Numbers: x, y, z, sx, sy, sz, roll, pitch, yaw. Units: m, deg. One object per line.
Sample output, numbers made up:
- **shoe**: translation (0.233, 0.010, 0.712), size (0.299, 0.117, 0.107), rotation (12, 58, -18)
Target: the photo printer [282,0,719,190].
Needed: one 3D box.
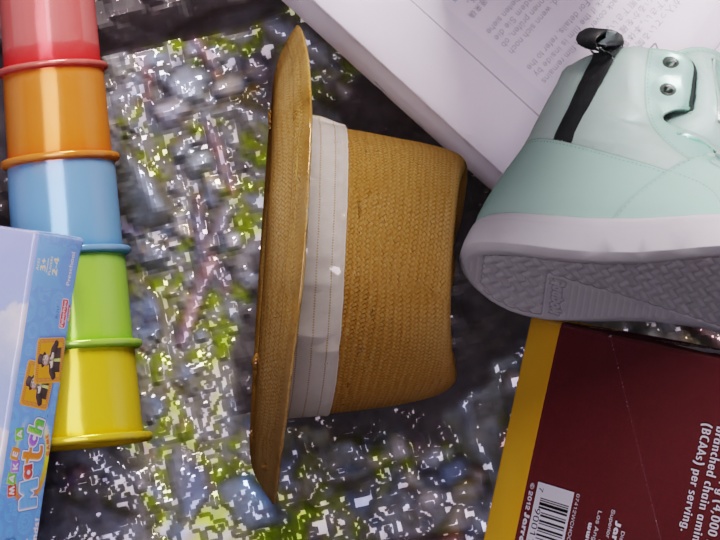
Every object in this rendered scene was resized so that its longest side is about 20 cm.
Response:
- **photo printer**: translation (0.074, -0.126, 1.210), size (0.200, 0.069, 0.166), rotation (42, 93, 5)

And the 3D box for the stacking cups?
- **stacking cups**: translation (-0.128, -0.025, 1.241), size (0.060, 0.061, 0.201), rotation (-8, 84, 6)

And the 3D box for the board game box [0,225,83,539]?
- **board game box**: translation (-0.196, 0.075, 1.224), size (0.151, 0.037, 0.201), rotation (8, 88, 34)

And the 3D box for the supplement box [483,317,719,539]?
- **supplement box**: translation (0.154, 0.134, 1.112), size (0.132, 0.200, 0.198), rotation (12, 90, -35)

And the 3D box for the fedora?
- **fedora**: translation (0.000, 0.000, 1.155), size (0.081, 0.201, 0.201), rotation (4, 89, -2)

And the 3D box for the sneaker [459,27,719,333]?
- **sneaker**: translation (0.143, -0.037, 1.096), size (0.200, 0.074, 0.118), rotation (7, 58, 29)
